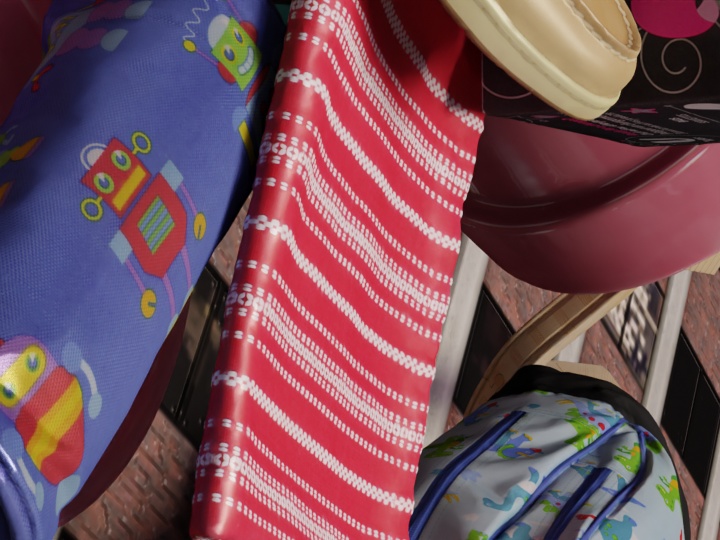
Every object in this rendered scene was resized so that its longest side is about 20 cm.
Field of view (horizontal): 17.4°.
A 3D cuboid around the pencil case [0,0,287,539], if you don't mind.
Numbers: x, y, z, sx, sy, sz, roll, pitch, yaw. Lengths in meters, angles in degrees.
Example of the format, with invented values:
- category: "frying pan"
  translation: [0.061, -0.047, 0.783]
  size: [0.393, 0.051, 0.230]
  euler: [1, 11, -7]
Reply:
- category: "pencil case"
  translation: [-0.084, -0.003, 0.618]
  size: [0.078, 0.086, 0.201]
  euler: [51, 41, -22]

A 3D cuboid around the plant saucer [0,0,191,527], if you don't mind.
- category: "plant saucer"
  translation: [-0.117, -0.022, 0.693]
  size: [0.200, 0.050, 0.202]
  euler: [-2, 93, -64]

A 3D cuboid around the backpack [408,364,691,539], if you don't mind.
- category: "backpack"
  translation: [0.050, 0.134, 0.815]
  size: [0.199, 0.153, 0.165]
  euler: [-11, 105, -51]

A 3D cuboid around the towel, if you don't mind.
- category: "towel"
  translation: [0.000, 0.000, 0.691]
  size: [0.145, 0.022, 0.202]
  euler: [50, 47, -61]

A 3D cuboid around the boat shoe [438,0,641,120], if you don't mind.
- category: "boat shoe"
  translation: [0.031, -0.128, 0.657]
  size: [0.200, 0.062, 0.074]
  euler: [51, 19, -29]

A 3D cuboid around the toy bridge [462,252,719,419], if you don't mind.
- category: "toy bridge"
  translation: [0.083, 0.052, 1.001]
  size: [0.067, 0.027, 0.201]
  euler: [7, 123, -36]

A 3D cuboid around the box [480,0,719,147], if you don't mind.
- category: "box"
  translation: [0.111, -0.147, 0.775]
  size: [0.132, 0.114, 0.202]
  euler: [4, 83, -59]

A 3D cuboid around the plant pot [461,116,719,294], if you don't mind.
- category: "plant pot"
  translation: [0.075, -0.120, 0.938]
  size: [0.179, 0.199, 0.201]
  euler: [43, 52, -35]

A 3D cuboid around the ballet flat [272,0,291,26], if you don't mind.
- category: "ballet flat"
  translation: [-0.026, -0.068, 0.798]
  size: [0.200, 0.070, 0.071]
  euler: [-97, 173, -61]
